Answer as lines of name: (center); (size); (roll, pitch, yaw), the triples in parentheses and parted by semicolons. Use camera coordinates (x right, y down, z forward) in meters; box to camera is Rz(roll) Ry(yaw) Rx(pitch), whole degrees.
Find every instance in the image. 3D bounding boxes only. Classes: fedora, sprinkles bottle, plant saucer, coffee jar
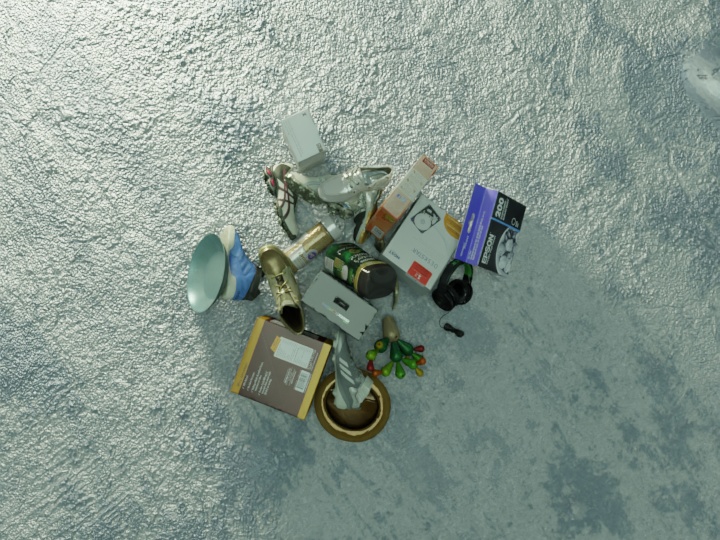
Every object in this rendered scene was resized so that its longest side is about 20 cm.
fedora: (-0.021, 0.343, 1.709); (0.198, 0.082, 0.204); (0, 90, -3)
sprinkles bottle: (-0.141, -0.058, 1.713); (0.199, 0.068, 0.068); (-39, 91, -1)
plant saucer: (-0.378, 0.009, 1.667); (0.038, 0.200, 0.204); (14, 89, -39)
coffee jar: (0.000, 0.000, 1.646); (0.103, 0.199, 0.086); (-8, 116, -34)

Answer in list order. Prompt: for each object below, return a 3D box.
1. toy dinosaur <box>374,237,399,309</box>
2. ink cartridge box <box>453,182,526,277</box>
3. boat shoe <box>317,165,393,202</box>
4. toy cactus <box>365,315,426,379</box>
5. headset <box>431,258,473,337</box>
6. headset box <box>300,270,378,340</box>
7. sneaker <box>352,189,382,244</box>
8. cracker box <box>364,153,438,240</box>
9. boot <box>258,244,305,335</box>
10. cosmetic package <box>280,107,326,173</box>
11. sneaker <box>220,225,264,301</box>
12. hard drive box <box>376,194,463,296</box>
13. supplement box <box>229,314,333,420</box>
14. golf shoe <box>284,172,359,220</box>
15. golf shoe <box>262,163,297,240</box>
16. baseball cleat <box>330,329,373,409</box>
toy dinosaur: (0.097, -0.006, 1.736); (0.087, 0.047, 0.203); (-16, 93, 4)
ink cartridge box: (0.336, -0.100, 1.688); (0.199, 0.043, 0.201); (16, 89, -42)
boat shoe: (-0.010, -0.225, 1.628); (0.198, 0.069, 0.072); (-20, 78, -20)
toy cactus: (0.088, 0.195, 1.697); (0.198, 0.102, 0.167); (3, 61, -29)
headset: (0.248, 0.070, 1.702); (0.093, 0.123, 0.202); (29, 121, 36)
headset box: (-0.053, 0.083, 1.650); (0.173, 0.200, 0.093); (35, 89, -1)
sneaker: (0.001, -0.171, 1.726); (0.087, 0.076, 0.203); (13, 86, 13)
cracker box: (0.103, -0.183, 1.656); (0.057, 0.134, 0.201); (38, 64, -2)
boot: (-0.189, 0.046, 1.611); (0.071, 0.155, 0.202); (-22, 115, 0)
cosmetic package: (-0.141, -0.319, 1.647); (0.080, 0.200, 0.114); (-24, 90, -2)
sneaker: (-0.305, -0.016, 1.708); (0.110, 0.077, 0.202); (10, 59, -34)
hard drive box: (0.157, -0.064, 1.691); (0.155, 0.077, 0.201); (35, 71, -4)
supplement box: (-0.194, 0.241, 1.673); (0.198, 0.133, 0.199); (21, 89, 1)
golf shoe: (-0.094, -0.212, 1.677); (0.198, 0.078, 0.098); (27, 73, -4)
golf shoe: (-0.188, -0.181, 1.710); (0.087, 0.077, 0.202); (-18, 91, -9)
baseball cleat: (-0.020, 0.244, 1.627); (0.105, 0.070, 0.203); (2, 105, 7)
